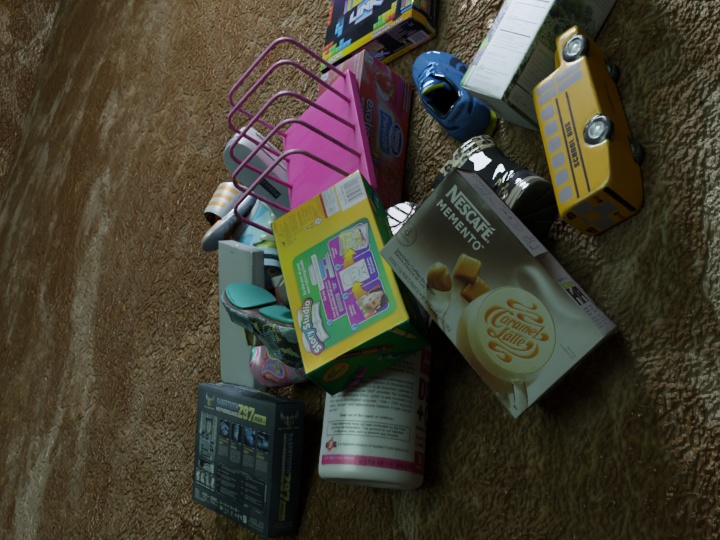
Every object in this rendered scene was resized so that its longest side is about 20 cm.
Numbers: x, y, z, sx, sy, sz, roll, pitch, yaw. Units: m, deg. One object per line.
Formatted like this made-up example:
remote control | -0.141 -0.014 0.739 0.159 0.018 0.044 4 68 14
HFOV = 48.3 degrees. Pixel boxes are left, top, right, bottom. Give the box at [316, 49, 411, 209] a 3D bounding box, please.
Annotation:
box | -0.002 -0.170 1.067 0.094 0.099 0.205 -16 59 44

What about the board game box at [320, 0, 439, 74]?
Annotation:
board game box | 0.030 -0.387 1.184 0.197 0.056 0.170 -17 59 45

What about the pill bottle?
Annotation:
pill bottle | 0.019 0.123 0.860 0.112 0.112 0.206 -14 65 46

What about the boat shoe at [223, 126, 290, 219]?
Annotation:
boat shoe | -0.099 -0.115 1.098 0.073 0.201 0.066 -26 26 33

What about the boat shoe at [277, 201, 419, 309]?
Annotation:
boat shoe | 0.000 0.000 0.926 0.196 0.074 0.075 -26 39 1

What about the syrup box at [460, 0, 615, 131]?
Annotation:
syrup box | 0.203 -0.268 0.885 0.081 0.078 0.203 36 99 53

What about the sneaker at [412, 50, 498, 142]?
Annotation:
sneaker | 0.100 -0.231 0.995 0.066 0.077 0.202 -50 38 22

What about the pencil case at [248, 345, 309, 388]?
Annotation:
pencil case | -0.057 0.093 1.002 0.198 0.086 0.090 -20 55 45

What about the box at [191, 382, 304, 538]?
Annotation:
box | -0.149 0.236 1.036 0.198 0.050 0.163 1 88 50

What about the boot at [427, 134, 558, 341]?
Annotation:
boot | 0.119 -0.040 0.871 0.203 0.072 0.152 -61 30 23

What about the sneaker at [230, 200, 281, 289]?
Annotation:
sneaker | -0.119 -0.051 1.169 0.201 0.078 0.132 -53 35 32

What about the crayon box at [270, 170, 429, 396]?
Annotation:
crayon box | -0.015 0.009 0.828 0.117 0.058 0.203 -28 52 14

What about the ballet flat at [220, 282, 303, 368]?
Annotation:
ballet flat | -0.117 0.068 0.975 0.199 0.073 0.076 23 88 57

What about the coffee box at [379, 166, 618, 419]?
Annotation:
coffee box | 0.126 0.017 0.748 0.114 0.079 0.201 -45 73 22

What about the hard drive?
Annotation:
hard drive | -0.167 0.067 1.124 0.131 0.026 0.206 16 107 60

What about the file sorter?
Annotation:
file sorter | -0.082 -0.156 0.973 0.138 0.124 0.204 -37 46 32

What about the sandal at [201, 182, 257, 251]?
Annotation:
sandal | -0.190 -0.112 1.234 0.208 0.059 0.079 -51 -1 -31

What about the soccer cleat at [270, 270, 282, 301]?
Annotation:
soccer cleat | -0.033 0.023 1.043 0.196 0.068 0.075 -11 94 37

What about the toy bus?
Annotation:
toy bus | 0.225 -0.144 0.803 0.078 0.064 0.204 -33 48 38
